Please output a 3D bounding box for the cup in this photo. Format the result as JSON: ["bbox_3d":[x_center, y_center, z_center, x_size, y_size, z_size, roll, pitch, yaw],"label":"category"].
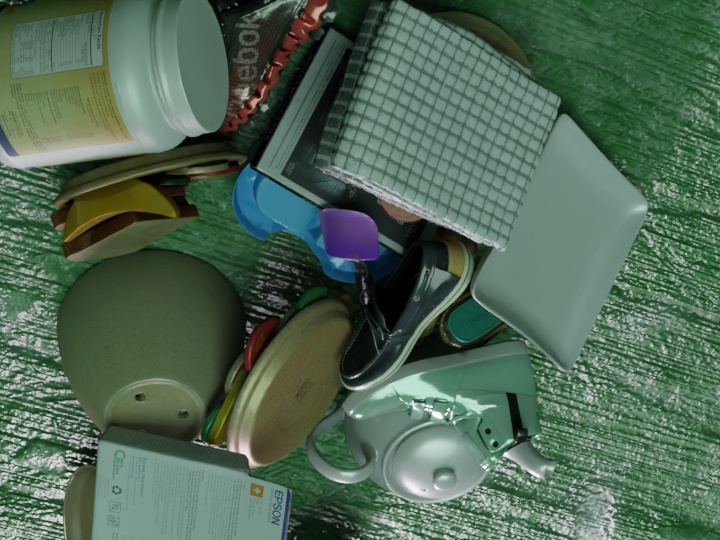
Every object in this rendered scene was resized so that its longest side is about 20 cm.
[{"bbox_3d":[-0.209,0.102,1.614,0.198,0.144,0.202,-4,126,-6],"label":"cup"}]

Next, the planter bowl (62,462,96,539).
[{"bbox_3d":[-0.222,0.295,1.740,0.134,0.200,0.202,-11,132,-35],"label":"planter bowl"}]

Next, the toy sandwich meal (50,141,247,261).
[{"bbox_3d":[-0.196,-0.063,1.480,0.203,0.205,0.071,-14,89,2],"label":"toy sandwich meal"}]

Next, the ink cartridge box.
[{"bbox_3d":[-0.167,0.264,1.566,0.198,0.041,0.202,13,115,8],"label":"ink cartridge box"}]

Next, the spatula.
[{"bbox_3d":[0.000,0.000,1.569,0.056,0.021,0.201,5,152,12],"label":"spatula"}]

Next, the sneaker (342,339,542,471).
[{"bbox_3d":[0.087,0.150,1.610,0.198,0.119,0.074,-14,166,-2],"label":"sneaker"}]

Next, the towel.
[{"bbox_3d":[0.068,-0.130,1.431,0.199,0.085,0.167,24,82,-29],"label":"towel"}]

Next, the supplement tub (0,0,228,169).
[{"bbox_3d":[-0.227,-0.169,1.388,0.198,0.145,0.145,-6,128,15],"label":"supplement tub"}]

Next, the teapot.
[{"bbox_3d":[0.072,0.179,1.713,0.199,0.147,0.197,-35,123,17],"label":"teapot"}]

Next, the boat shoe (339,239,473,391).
[{"bbox_3d":[0.031,0.040,1.551,0.062,0.075,0.200,18,129,-31],"label":"boat shoe"}]

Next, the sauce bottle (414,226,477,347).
[{"bbox_3d":[0.082,-0.014,1.625,0.065,0.066,0.201,18,120,-21],"label":"sauce bottle"}]

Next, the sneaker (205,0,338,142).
[{"bbox_3d":[-0.103,-0.208,1.453,0.097,0.071,0.201,28,121,-18],"label":"sneaker"}]

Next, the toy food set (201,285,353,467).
[{"bbox_3d":[-0.075,0.107,1.601,0.201,0.048,0.198,-62,158,8],"label":"toy food set"}]

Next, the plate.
[{"bbox_3d":[0.194,-0.026,1.581,0.200,0.032,0.201,36,77,-45],"label":"plate"}]

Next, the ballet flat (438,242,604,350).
[{"bbox_3d":[0.162,0.020,1.659,0.199,0.065,0.071,-26,88,-14],"label":"ballet flat"}]

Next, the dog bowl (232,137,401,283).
[{"bbox_3d":[-0.036,-0.066,1.578,0.199,0.050,0.112,28,117,-25],"label":"dog bowl"}]

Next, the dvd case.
[{"bbox_3d":[0.011,-0.117,1.523,0.199,0.025,0.151,29,87,-26],"label":"dvd case"}]

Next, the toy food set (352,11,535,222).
[{"bbox_3d":[0.079,-0.144,1.505,0.198,0.049,0.200,1,98,-24],"label":"toy food set"}]
